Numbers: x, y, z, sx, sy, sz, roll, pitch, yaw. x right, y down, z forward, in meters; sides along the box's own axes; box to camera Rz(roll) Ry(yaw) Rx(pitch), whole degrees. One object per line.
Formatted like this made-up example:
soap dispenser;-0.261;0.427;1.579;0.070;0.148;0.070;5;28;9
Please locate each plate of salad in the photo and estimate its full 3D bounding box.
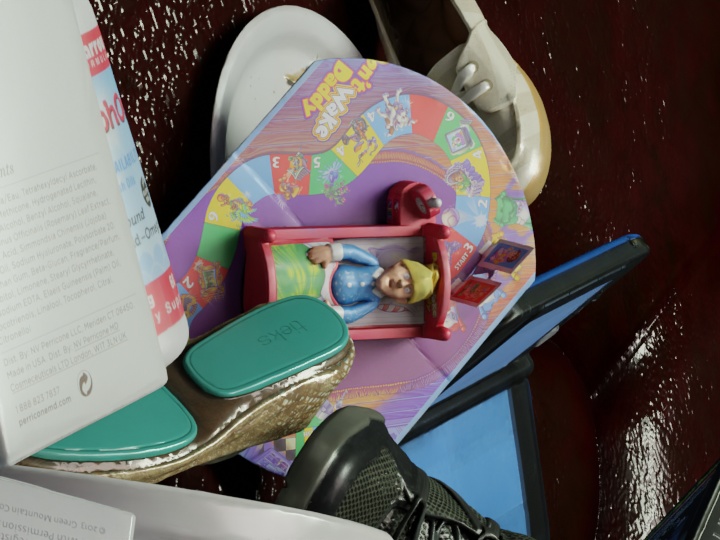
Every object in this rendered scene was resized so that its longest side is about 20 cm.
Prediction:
plate of salad;-0.012;-0.035;1.376;0.200;0.048;0.201;24;62;-57

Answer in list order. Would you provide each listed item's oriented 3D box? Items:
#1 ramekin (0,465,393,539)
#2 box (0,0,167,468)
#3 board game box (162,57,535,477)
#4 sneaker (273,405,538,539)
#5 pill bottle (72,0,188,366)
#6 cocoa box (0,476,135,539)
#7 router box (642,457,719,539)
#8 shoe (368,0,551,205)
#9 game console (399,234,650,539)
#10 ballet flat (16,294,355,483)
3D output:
ramekin;-0.090;0.133;1.051;0.202;0.201;0.095;24;72;-56
box;-0.177;-0.032;0.976;0.106;0.151;0.201;-25;104;-59
board game box;0.000;0.000;1.281;0.158;0.039;0.200;46;74;-20
sneaker;0.029;0.124;1.239;0.076;0.114;0.199;-59;158;-9
pill bottle;-0.144;-0.048;1.083;0.109;0.108;0.201;-36;113;-58
cocoa box;-0.189;0.128;0.854;0.199;0.131;0.134;17;64;-24
router box;0.148;0.205;1.443;0.062;0.200;0.150;35;40;-2
shoe;0.040;-0.110;1.432;0.053;0.070;0.201;25;33;-46
game console;0.085;0.087;1.451;0.119;0.171;0.200;54;29;7
ballet flat;-0.084;0.068;1.188;0.199;0.071;0.066;-16;140;-38
